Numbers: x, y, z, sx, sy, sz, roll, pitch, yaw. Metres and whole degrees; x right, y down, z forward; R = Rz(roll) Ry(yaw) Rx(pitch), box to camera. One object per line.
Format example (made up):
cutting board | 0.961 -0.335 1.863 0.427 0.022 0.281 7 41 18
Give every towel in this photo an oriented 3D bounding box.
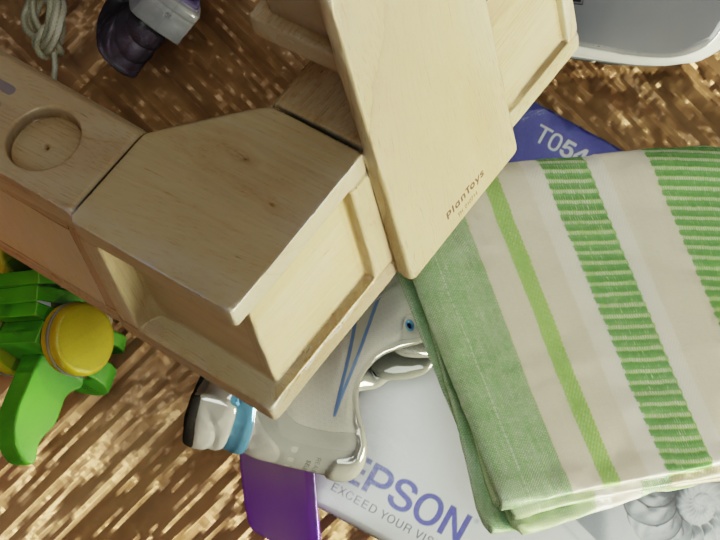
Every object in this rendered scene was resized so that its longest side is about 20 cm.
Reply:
towel | 0.115 0.020 0.867 0.200 0.023 0.153 -8 65 -25

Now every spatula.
spatula | -0.044 0.151 0.901 0.021 0.056 0.201 6 92 -37

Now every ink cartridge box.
ink cartridge box | 0.107 0.055 0.912 0.199 0.041 0.200 28 85 1

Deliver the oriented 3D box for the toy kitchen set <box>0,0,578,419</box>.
toy kitchen set | -0.050 -0.096 0.796 0.180 0.163 0.200 29 67 26

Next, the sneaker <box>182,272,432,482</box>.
sneaker | 0.000 0.000 0.882 0.086 0.075 0.200 23 63 -3

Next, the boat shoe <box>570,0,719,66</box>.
boat shoe | 0.065 -0.122 0.912 0.200 0.066 0.070 8 89 18

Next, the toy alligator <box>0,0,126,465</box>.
toy alligator | -0.120 -0.018 0.910 0.054 0.059 0.201 10 79 -43

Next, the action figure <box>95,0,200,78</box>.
action figure | -0.047 -0.164 0.859 0.200 0.069 0.130 -31 122 31
